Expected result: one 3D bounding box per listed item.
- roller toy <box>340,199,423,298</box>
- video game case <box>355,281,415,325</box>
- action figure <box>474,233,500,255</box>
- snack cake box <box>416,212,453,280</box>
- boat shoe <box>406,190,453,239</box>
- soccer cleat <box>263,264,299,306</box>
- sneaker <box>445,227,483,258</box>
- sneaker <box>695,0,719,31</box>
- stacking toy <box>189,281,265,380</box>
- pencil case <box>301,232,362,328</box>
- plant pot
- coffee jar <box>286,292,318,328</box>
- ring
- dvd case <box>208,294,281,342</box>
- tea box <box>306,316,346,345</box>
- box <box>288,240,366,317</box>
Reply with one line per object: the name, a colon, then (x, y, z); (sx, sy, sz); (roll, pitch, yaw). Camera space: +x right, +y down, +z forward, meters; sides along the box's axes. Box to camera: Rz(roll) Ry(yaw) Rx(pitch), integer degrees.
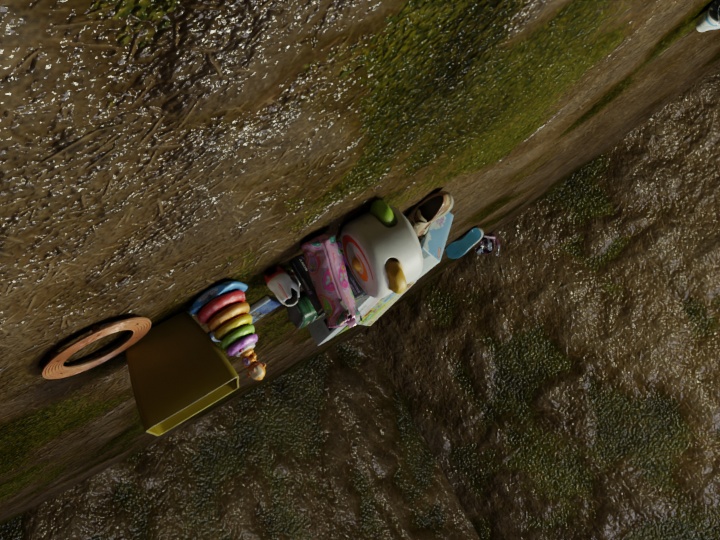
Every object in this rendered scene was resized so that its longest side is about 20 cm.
roller toy: (0.042, -0.038, 1.381); (0.137, 0.204, 0.182); (-27, 176, -17)
video game case: (0.055, 0.078, 1.730); (0.200, 0.023, 0.181); (-45, 157, 12)
action figure: (0.691, -0.160, 3.330); (0.200, 0.131, 0.153); (-40, 138, -49)
snack cake box: (0.186, -0.082, 1.733); (0.115, 0.067, 0.202); (-43, -162, 44)
boat shoe: (0.158, -0.140, 1.634); (0.200, 0.076, 0.071); (-45, 163, 17)
soccer cleat: (-0.170, 0.044, 1.423); (0.068, 0.086, 0.200); (-31, 171, -1)
sneaker: (0.469, -0.119, 2.756); (0.198, 0.078, 0.080); (-35, 172, 28)
sneaker: (0.926, -0.656, 1.547); (0.196, 0.077, 0.087); (-23, 177, -12)
stacking toy: (-0.249, 0.131, 1.244); (0.114, 0.203, 0.110); (-30, 171, 5)
pencil case: (-0.061, 0.025, 1.323); (0.085, 0.205, 0.087); (-18, -178, 1)
plant pot: (-0.379, 0.206, 1.274); (0.197, 0.179, 0.200); (-29, 171, -18)
coffee jar: (-0.118, 0.090, 1.835); (0.197, 0.086, 0.105); (-28, 168, -29)
ring: (-0.469, 0.134, 1.099); (0.197, 0.019, 0.201); (-31, 170, -6)
dvd case: (-0.306, 0.130, 1.629); (0.197, 0.018, 0.143); (-34, 171, 0)
tea box: (-0.063, 0.121, 2.032); (0.194, 0.136, 0.200); (-24, 168, -37)
box: (-0.057, 0.011, 1.447); (0.198, 0.145, 0.036); (-23, 167, -43)
